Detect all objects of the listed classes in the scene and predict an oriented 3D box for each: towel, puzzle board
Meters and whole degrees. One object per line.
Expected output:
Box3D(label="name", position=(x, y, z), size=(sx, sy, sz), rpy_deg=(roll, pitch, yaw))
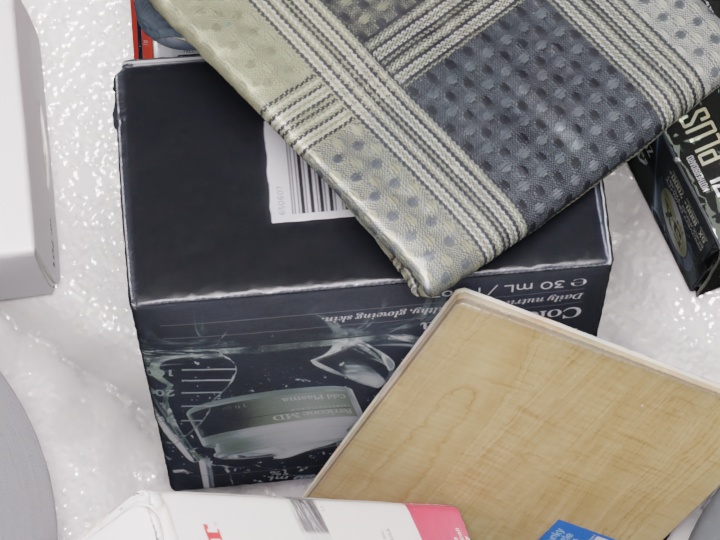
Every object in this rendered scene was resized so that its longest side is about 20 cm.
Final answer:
Box3D(label="towel", position=(0.030, -0.106, 0.895), size=(0.192, 0.035, 0.200), rpy_deg=(-37, 77, -23))
Box3D(label="puzzle board", position=(0.070, 0.087, 0.955), size=(0.151, 0.200, 0.017), rpy_deg=(20, 49, -13))

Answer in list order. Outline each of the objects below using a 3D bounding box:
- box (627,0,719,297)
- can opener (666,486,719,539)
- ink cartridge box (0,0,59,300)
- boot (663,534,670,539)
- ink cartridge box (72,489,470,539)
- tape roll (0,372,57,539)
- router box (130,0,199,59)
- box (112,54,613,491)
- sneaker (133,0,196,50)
Box3D(label="box", position=(0.200, -0.115, 1.073), size=(0.164, 0.086, 0.200), rpy_deg=(-24, 77, -7))
Box3D(label="can opener", position=(0.137, 0.159, 0.969), size=(0.053, 0.066, 0.200), rpy_deg=(33, 97, 35))
Box3D(label="ink cartridge box", position=(-0.255, -0.055, 1.052), size=(0.200, 0.086, 0.147), rpy_deg=(-7, 76, -1))
Box3D(label="boot", position=(0.163, 0.203, 1.012), size=(0.138, 0.077, 0.200), rpy_deg=(31, 84, 26))
Box3D(label="ink cartridge box", position=(-0.023, 0.173, 0.882), size=(0.085, 0.200, 0.146), rpy_deg=(-36, 62, 29))
Box3D(label="tape roll", position=(-0.230, 0.107, 0.956), size=(0.066, 0.200, 0.201), rpy_deg=(-26, 73, 36))
Box3D(label="router box", position=(-0.011, -0.142, 1.040), size=(0.200, 0.049, 0.180), rpy_deg=(-6, 99, -16))
Box3D(label="box", position=(0.000, 0.000, 0.975), size=(0.200, 0.197, 0.124), rpy_deg=(-5, 63, -2))
Box3D(label="sneaker", position=(-0.009, -0.130, 0.962), size=(0.200, 0.086, 0.078), rpy_deg=(-22, 70, -23))
